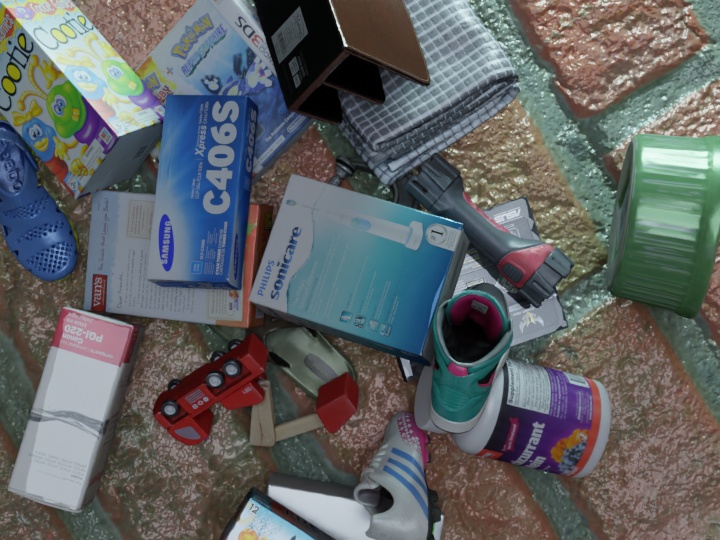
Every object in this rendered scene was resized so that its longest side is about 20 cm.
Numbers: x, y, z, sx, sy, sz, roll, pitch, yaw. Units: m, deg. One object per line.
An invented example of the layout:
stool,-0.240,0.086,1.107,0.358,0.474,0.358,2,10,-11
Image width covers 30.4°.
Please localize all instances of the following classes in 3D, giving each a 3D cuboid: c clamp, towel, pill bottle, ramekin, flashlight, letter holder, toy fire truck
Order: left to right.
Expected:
toy fire truck,-0.116,0.148,1.470,0.199,0.049,0.141,-33,112,19
c clamp,-0.035,-0.055,1.495,0.170,0.027,0.201,34,78,26
letter holder,-0.022,-0.262,1.431,0.100,0.141,0.202,-41,52,33
towel,0.057,-0.219,1.482,0.199,0.086,0.166,-32,69,-3
flashlight,0.143,-0.048,1.463,0.200,0.068,0.068,43,91,5
pill bottle,0.165,0.155,1.459,0.198,0.111,0.113,14,86,-13
ramekin,0.332,-0.054,1.457,0.096,0.200,0.203,9,87,6

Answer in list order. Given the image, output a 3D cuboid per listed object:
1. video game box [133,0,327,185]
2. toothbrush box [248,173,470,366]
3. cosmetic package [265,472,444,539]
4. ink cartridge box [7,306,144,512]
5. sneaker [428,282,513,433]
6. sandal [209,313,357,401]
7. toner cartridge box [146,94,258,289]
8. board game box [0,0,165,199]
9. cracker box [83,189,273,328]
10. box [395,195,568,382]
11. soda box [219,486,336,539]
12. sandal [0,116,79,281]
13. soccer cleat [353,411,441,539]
video game box,-0.157,-0.188,1.473,0.200,0.047,0.182,-44,87,19
toothbrush box,0.000,0.000,1.412,0.198,0.085,0.148,16,81,12
cosmetic package,-0.015,0.298,1.473,0.197,0.085,0.109,9,90,-4
ink cartridge box,-0.304,0.147,1.433,0.084,0.146,0.203,15,86,-3
sneaker,0.119,0.056,1.373,0.083,0.122,0.201,14,45,6
sandal,-0.086,0.076,1.493,0.200,0.057,0.080,34,86,-1
toner cartridge box,-0.166,-0.084,1.403,0.094,0.043,0.203,1,80,15
board game box,-0.319,-0.195,1.440,0.200,0.103,0.105,48,123,7
cracker box,-0.201,-0.014,1.462,0.197,0.058,0.136,6,92,14
box,0.120,0.021,1.511,0.198,0.048,0.160,-19,89,-3
soda box,-0.051,0.313,1.398,0.199,0.064,0.069,33,90,-4
sandal,-0.378,-0.079,1.471,0.079,0.087,0.202,-29,91,-6
soccer cleat,0.033,0.217,1.428,0.085,0.201,0.071,7,120,-10
